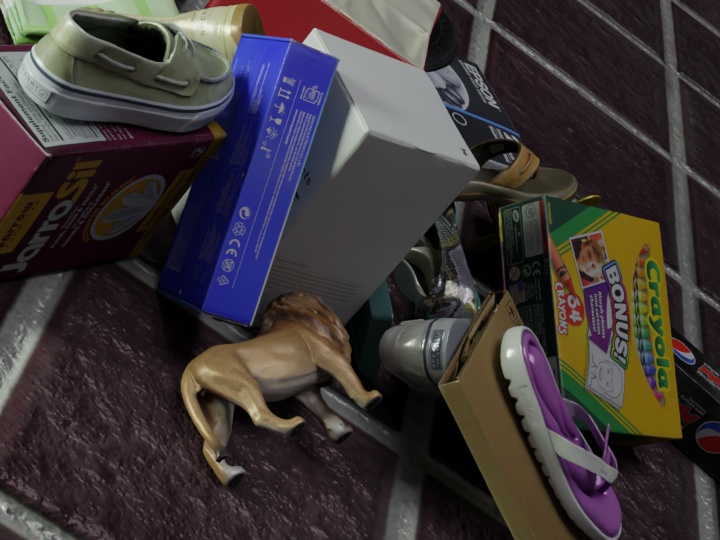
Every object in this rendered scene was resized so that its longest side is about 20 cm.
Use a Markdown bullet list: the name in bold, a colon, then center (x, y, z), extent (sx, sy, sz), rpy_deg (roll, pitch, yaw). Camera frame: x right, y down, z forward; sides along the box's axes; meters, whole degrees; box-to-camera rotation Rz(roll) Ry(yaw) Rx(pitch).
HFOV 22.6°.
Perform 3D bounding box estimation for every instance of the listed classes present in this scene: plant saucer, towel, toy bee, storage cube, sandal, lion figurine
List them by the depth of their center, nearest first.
- **lion figurine**: center (-0.067, 0.073, 1.270), extent (0.123, 0.073, 0.200), rpy_deg (49, 30, 21)
- **sandal**: center (0.166, 0.129, 1.382), extent (0.203, 0.050, 0.083), rpy_deg (59, 27, -25)
- **plant saucer**: center (0.000, 0.000, 1.474), extent (0.019, 0.070, 0.200), rpy_deg (6, 37, -12)
- **towel**: center (-0.240, -0.260, 1.514), extent (0.149, 0.031, 0.200), rpy_deg (-8, 46, -22)
- **storage cube**: center (-0.053, -0.184, 1.550), extent (0.200, 0.180, 0.171), rpy_deg (35, 28, -9)
- **sandal**: center (0.120, -0.092, 1.612), extent (0.200, 0.054, 0.080), rpy_deg (4, 19, -35)
- **toy bee**: center (0.177, -0.034, 1.678), extent (0.131, 0.109, 0.200), rpy_deg (-37, 53, -23)

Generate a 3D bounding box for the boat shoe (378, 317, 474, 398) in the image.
- **boat shoe**: center (0.066, 0.071, 1.441), extent (0.070, 0.071, 0.200), rpy_deg (2, -4, 20)

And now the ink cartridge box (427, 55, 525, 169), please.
- **ink cartridge box**: center (0.115, -0.155, 1.872), extent (0.200, 0.043, 0.198), rpy_deg (19, 34, -39)

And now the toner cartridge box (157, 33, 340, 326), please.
- **toner cartridge box**: center (-0.082, -0.067, 1.293), extent (0.043, 0.200, 0.095), rpy_deg (18, 1, -26)

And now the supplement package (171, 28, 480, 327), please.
- **supplement package**: center (-0.029, -0.061, 1.374), extent (0.121, 0.200, 0.120), rpy_deg (16, 36, -41)

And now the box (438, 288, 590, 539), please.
- **box**: center (0.127, 0.134, 1.385), extent (0.200, 0.021, 0.164), rpy_deg (64, 26, -15)

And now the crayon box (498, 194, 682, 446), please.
- **crayon box**: center (0.201, 0.047, 1.567), extent (0.172, 0.058, 0.201), rpy_deg (9, 72, -45)

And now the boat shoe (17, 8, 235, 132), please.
- **boat shoe**: center (-0.142, -0.136, 1.208), extent (0.072, 0.062, 0.200), rpy_deg (51, 28, 16)

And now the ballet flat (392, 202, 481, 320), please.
- **ballet flat**: center (0.056, -0.017, 1.569), extent (0.072, 0.072, 0.201), rpy_deg (26, 29, -26)

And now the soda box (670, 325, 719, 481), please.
- **soda box**: center (0.308, 0.119, 1.690), extent (0.200, 0.063, 0.071), rpy_deg (41, 26, 0)

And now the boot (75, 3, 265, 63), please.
- **boot**: center (-0.146, -0.128, 1.444), extent (0.155, 0.200, 0.073), rpy_deg (2, 48, 12)

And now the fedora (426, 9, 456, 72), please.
- **fedora**: center (-0.006, -0.231, 1.771), extent (0.200, 0.092, 0.201), rpy_deg (23, 36, -19)

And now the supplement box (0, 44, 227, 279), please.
- **supplement box**: center (-0.209, -0.077, 1.243), extent (0.103, 0.131, 0.200), rpy_deg (50, 29, 16)
